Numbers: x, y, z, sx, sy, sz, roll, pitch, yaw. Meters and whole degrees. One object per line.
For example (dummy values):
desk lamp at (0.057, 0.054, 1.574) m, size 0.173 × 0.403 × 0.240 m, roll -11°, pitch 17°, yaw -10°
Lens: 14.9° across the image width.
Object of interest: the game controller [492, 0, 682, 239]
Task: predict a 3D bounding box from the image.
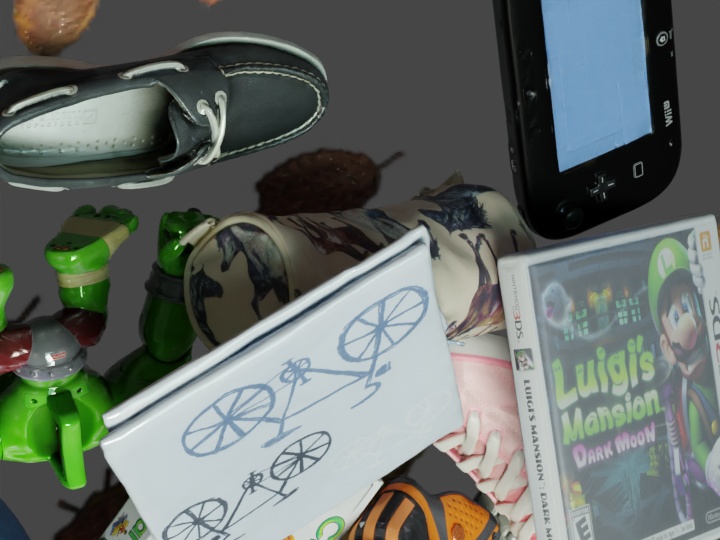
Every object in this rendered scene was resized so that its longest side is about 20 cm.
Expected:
game controller at (0.123, -0.113, 1.476) m, size 0.104 × 0.042 × 0.200 m, roll -18°, pitch 124°, yaw -14°

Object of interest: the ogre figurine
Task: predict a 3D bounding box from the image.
ogre figurine at (-0.165, 0.043, 1.398) m, size 0.200 × 0.098 × 0.120 m, roll -22°, pitch 118°, yaw -33°

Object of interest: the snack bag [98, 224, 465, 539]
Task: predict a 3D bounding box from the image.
snack bag at (-0.032, 0.075, 1.380) m, size 0.188 × 0.021 × 0.200 m, roll -32°, pitch 151°, yaw -9°

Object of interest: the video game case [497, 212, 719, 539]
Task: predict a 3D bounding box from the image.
video game case at (0.150, 0.069, 1.500) m, size 0.200 × 0.023 × 0.182 m, roll -12°, pitch 94°, yaw -52°

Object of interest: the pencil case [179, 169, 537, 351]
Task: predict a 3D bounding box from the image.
pencil case at (0.000, 0.000, 1.422) m, size 0.200 × 0.090 × 0.078 m, roll -8°, pitch 143°, yaw -45°

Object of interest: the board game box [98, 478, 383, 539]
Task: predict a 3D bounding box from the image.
board game box at (-0.091, 0.167, 1.478) m, size 0.126 × 0.035 × 0.200 m, roll 23°, pitch 107°, yaw -46°

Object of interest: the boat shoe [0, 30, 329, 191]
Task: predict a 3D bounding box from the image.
boat shoe at (-0.103, -0.074, 1.382) m, size 0.200 × 0.060 × 0.076 m, roll -10°, pitch 121°, yaw -19°

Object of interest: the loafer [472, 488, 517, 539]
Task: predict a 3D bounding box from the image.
loafer at (0.086, 0.180, 1.620) m, size 0.200 × 0.070 × 0.070 m, roll -62°, pitch 164°, yaw 8°

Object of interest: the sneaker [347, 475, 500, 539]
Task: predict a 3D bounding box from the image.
sneaker at (0.053, 0.200, 1.553) m, size 0.077 × 0.112 × 0.200 m, roll -1°, pitch 126°, yaw 26°

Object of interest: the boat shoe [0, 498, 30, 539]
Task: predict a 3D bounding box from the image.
boat shoe at (-0.213, 0.151, 1.411) m, size 0.069 × 0.084 × 0.200 m, roll -34°, pitch 165°, yaw 2°

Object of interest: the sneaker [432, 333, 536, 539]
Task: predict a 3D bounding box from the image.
sneaker at (0.084, 0.101, 1.523) m, size 0.200 × 0.075 × 0.105 m, roll 16°, pitch 66°, yaw -21°
